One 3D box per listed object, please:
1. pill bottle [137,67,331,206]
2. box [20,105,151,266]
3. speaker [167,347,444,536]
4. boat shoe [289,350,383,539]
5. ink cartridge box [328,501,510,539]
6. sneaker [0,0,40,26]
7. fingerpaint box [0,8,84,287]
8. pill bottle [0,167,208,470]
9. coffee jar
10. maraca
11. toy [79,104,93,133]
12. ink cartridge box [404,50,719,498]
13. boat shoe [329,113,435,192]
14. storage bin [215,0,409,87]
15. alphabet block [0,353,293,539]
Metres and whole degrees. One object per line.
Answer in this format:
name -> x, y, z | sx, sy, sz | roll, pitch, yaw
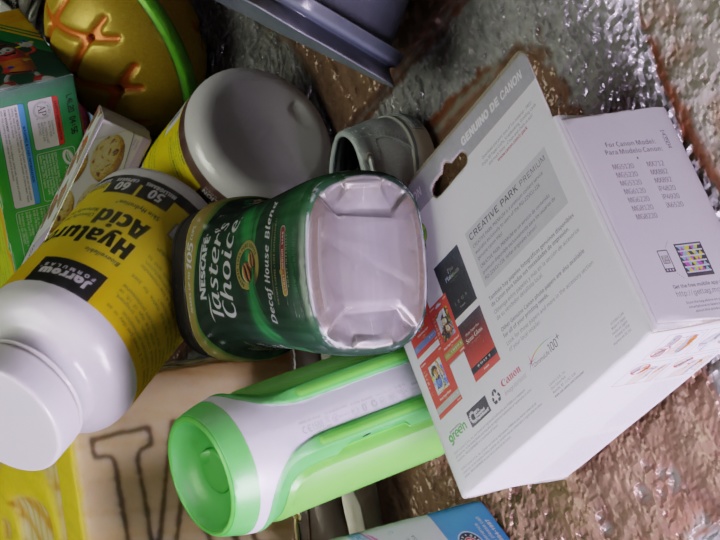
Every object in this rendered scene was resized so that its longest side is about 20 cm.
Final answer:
pill bottle -> -0.108, -0.048, 1.333 | 0.200, 0.108, 0.110 | -43, 62, 50
box -> -0.207, -0.017, 1.331 | 0.201, 0.041, 0.039 | -62, 19, 11
speaker -> -0.014, 0.093, 1.140 | 0.088, 0.199, 0.089 | 29, 127, 46
boat shoe -> -0.030, 0.109, 1.277 | 0.059, 0.072, 0.202 | -10, 93, 13
ink cartridge box -> 0.020, 0.234, 1.129 | 0.145, 0.198, 0.085 | 52, 135, 35
sneaker -> -0.311, -0.205, 1.630 | 0.081, 0.075, 0.202 | 10, 106, 45
fingerpaint box -> -0.249, -0.072, 1.412 | 0.167, 0.073, 0.202 | -135, 34, -57
pill bottle -> -0.173, 0.032, 1.210 | 0.110, 0.200, 0.112 | 16, 133, 18
coffee jar -> -0.043, 0.002, 1.138 | 0.199, 0.085, 0.106 | -9, 84, 61
maraca -> -0.162, -0.149, 1.400 | 0.137, 0.107, 0.201 | -1, 121, 59
toy -> -0.233, -0.104, 1.554 | 0.200, 0.047, 0.116 | 34, 124, 46
ink cartridge box -> 0.104, 0.001, 1.060 | 0.200, 0.083, 0.177 | -48, 57, 48
boat shoe -> 0.001, 0.000, 1.218 | 0.070, 0.071, 0.203 | 25, 118, 50
storage bin -> -0.030, -0.214, 1.181 | 0.200, 0.145, 0.135 | 32, 95, 48
alphabet block -> -0.152, 0.169, 1.363 | 0.195, 0.198, 0.199 | -12, 87, 55
